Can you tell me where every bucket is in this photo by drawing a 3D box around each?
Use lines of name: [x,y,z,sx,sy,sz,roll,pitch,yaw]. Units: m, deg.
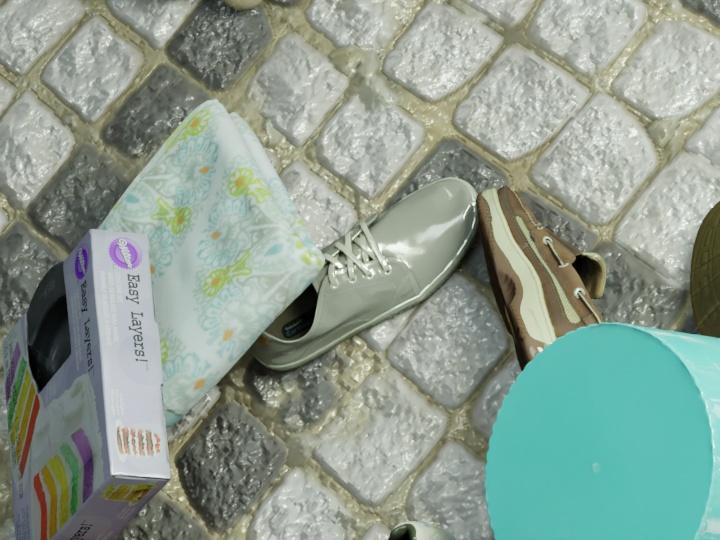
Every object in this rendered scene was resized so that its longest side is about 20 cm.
bucket: [0.184,0.131,1.444,0.206,0.134,0.209,-13,71,42]

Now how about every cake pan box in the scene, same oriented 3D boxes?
cake pan box: [-0.197,0.093,1.655,0.184,0.052,0.201,-42,48,49]

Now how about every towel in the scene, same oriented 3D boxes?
towel: [-0.121,-0.008,1.688,0.171,0.048,0.200,-48,43,17]

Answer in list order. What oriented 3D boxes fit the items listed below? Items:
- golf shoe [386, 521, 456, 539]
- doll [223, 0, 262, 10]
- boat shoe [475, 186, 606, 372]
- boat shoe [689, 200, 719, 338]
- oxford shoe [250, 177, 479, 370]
golf shoe: [-0.004,0.249,1.518,0.078,0.097,0.201,22,75,30]
doll: [-0.141,-0.272,1.863,0.136,0.049,0.200,-39,63,-9]
boat shoe: [0.131,0.011,1.587,0.074,0.075,0.203,-13,41,-1]
boat shoe: [0.272,0.041,1.536,0.073,0.063,0.202,-44,45,35]
oxford shoe: [0.000,0.000,1.670,0.199,0.058,0.075,-34,56,4]
